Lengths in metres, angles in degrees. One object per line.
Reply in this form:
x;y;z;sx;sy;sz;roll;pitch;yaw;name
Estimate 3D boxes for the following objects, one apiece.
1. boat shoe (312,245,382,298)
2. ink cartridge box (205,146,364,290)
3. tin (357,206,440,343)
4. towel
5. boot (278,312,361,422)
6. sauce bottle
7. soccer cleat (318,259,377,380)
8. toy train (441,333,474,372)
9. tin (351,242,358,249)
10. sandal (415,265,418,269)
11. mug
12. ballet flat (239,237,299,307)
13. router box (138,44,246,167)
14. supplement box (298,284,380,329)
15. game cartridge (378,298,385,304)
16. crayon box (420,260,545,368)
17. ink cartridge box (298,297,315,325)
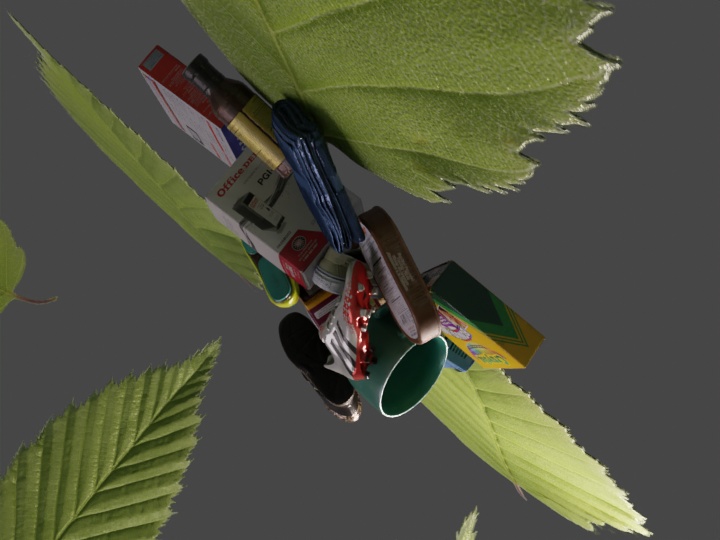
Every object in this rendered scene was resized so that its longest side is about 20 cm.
0.000;0.000;1.396;0.071;0.063;0.199;33;-165;22;boat shoe
-0.113;-0.094;1.384;0.199;0.147;0.083;36;168;16;ink cartridge box
0.050;0.008;1.291;0.203;0.041;0.112;63;163;6;tin
-0.061;-0.123;1.214;0.112;0.048;0.202;51;169;49;towel
-0.068;0.179;1.645;0.200;0.073;0.151;47;170;26;boot
-0.158;-0.216;1.270;0.200;0.065;0.065;44;169;-11;sauce bottle
-0.022;0.073;1.327;0.084;0.069;0.203;11;127;18;soccer cleat
0.137;0.121;1.586;0.113;0.087;0.200;34;170;-3;toy train
-0.061;-0.091;1.527;0.111;0.042;0.200;28;164;34;tin
0.036;-0.003;1.524;0.075;0.045;0.200;42;170;-13;sandal
0.054;0.121;1.449;0.114;0.187;0.151;37;-161;34;mug
-0.150;-0.027;1.526;0.203;0.066;0.067;66;-166;20;ballet flat
-0.254;-0.252;1.497;0.178;0.049;0.200;37;170;14;router box
-0.013;0.089;1.568;0.202;0.109;0.086;59;175;-26;supplement box
0.038;0.117;1.699;0.201;0.174;0.033;52;-166;-43;game cartridge
0.159;0.070;1.350;0.172;0.059;0.200;40;170;-3;crayon box
-0.090;0.013;1.752;0.202;0.083;0.145;60;173;-4;ink cartridge box
